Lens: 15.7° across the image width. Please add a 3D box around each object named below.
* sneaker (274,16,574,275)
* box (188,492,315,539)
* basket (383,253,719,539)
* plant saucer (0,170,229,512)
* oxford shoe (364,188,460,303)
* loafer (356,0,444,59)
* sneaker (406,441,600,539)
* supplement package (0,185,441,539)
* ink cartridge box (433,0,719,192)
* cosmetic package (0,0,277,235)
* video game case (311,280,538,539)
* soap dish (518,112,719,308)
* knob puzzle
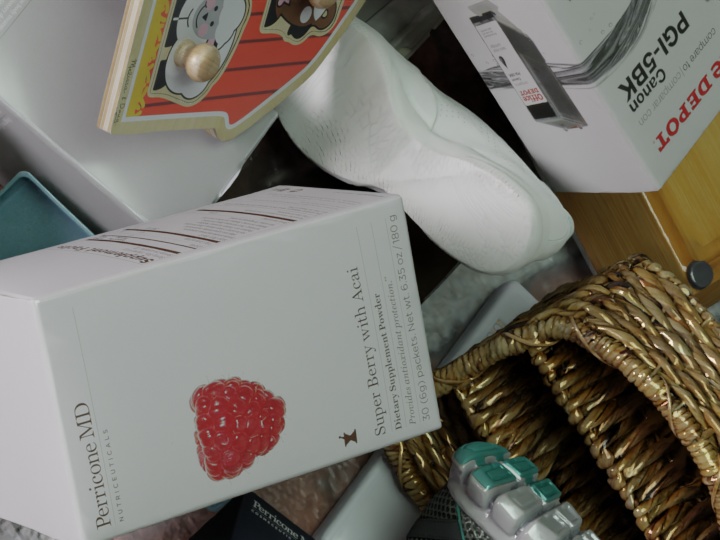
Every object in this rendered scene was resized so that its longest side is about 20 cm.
[{"bbox_3d":[0.032,-0.071,1.411,0.200,0.075,0.088,44,25,17],"label":"sneaker"},{"bbox_3d":[-0.014,0.225,1.311,0.200,0.079,0.141,38,25,-14],"label":"box"},{"bbox_3d":[0.133,0.113,1.386,0.149,0.143,0.200,-31,92,-31],"label":"basket"},{"bbox_3d":[-0.122,0.036,1.350,0.200,0.070,0.019,44,20,-12],"label":"plant saucer"},{"bbox_3d":[0.000,0.000,1.406,0.200,0.084,0.073,-32,92,-31],"label":"oxford shoe"},{"bbox_3d":[0.045,-0.192,1.458,0.070,0.070,0.200,43,82,-12],"label":"loafer"},{"bbox_3d":[0.100,0.184,1.345,0.200,0.091,0.078,48,24,14],"label":"sneaker"},{"bbox_3d":[-0.082,0.041,1.250,0.200,0.120,0.121,-17,103,-30],"label":"supplement package"},{"bbox_3d":[0.121,-0.160,1.379,0.147,0.083,0.200,-51,122,-27],"label":"ink cartridge box"},{"bbox_3d":[-0.155,-0.098,1.351,0.200,0.090,0.107,44,61,-14],"label":"cosmetic package"},{"bbox_3d":[0.093,0.136,1.454,0.182,0.024,0.200,44,62,-11],"label":"video game case"},{"bbox_3d":[0.180,-0.078,1.519,0.157,0.081,0.200,-29,93,-30],"label":"soap dish"},{"bbox_3d":[-0.036,-0.153,1.295,0.030,0.220,0.220,28,57,29],"label":"knob puzzle"}]
